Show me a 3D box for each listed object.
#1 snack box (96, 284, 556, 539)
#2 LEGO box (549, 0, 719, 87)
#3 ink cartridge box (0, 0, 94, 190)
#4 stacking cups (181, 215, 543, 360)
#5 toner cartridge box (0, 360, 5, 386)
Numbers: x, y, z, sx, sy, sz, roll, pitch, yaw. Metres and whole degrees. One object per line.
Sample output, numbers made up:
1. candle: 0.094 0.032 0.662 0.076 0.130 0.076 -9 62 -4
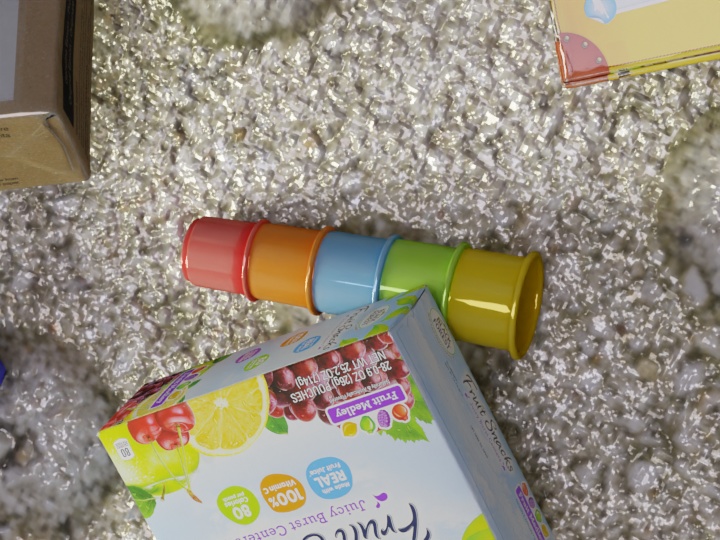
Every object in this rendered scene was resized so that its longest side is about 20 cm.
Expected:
1. snack box: -0.018 0.120 1.212 0.199 0.068 0.169 -19 105 30
2. LEGO box: 0.188 -0.187 1.105 0.199 0.077 0.150 -10 99 18
3. ink cartridge box: -0.247 -0.123 1.196 0.199 0.075 0.166 -7 62 6
4. stacking cups: 0.000 0.000 1.222 0.199 0.060 0.061 12 104 19
5. toner cartridge box: -0.296 0.002 1.281 0.095 0.043 0.201 -27 105 4
